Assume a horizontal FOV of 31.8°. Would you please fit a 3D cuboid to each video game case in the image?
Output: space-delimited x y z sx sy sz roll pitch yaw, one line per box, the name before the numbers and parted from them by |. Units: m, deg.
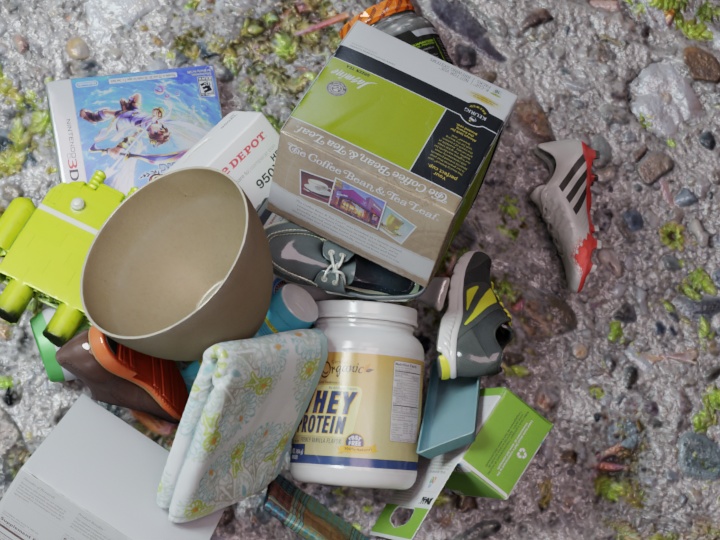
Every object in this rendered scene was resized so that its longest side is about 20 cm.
video game case | -0.254 -0.139 1.475 0.199 0.045 0.183 -9 81 -15

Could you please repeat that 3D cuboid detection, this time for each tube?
tube | -0.126 0.092 1.401 0.078 0.200 0.050 49 31 5

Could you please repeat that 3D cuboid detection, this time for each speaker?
speaker | -0.261 0.056 1.411 0.199 0.088 0.089 -19 83 -16

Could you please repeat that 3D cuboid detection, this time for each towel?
towel | -0.120 0.157 1.306 0.048 0.171 0.201 30 110 26
towel | -0.019 0.295 1.386 0.199 0.147 0.022 36 90 -3

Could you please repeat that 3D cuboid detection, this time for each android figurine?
android figurine | -0.309 -0.019 1.373 0.181 0.041 0.201 26 65 6

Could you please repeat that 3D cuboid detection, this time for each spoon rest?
spoon rest | 0.000 0.000 1.438 0.199 0.061 0.100 18 87 -19

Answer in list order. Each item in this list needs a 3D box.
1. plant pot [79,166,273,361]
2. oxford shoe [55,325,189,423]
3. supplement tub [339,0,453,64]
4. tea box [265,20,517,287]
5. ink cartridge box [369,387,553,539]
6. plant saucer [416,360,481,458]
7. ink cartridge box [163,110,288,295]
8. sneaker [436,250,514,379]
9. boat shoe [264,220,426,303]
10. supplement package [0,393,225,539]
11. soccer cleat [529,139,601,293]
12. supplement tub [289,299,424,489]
plant pot | -0.168 0.014 1.297 0.199 0.135 0.201 -16 52 21
oxford shoe | -0.252 0.117 1.373 0.072 0.200 0.072 -22 50 15
supplement tub | 0.060 -0.219 1.524 0.122 0.123 0.201 -24 84 -17
tea box | 0.033 -0.126 1.352 0.199 0.134 0.197 27 53 7
ink cartridge box | 0.110 0.235 1.424 0.076 0.148 0.201 37 73 -11
plant saucer | 0.106 0.146 1.427 0.070 0.200 0.019 -24 111 18
ink cartridge box | -0.119 -0.060 1.431 0.145 0.084 0.200 -46 115 -17
sneaker | 0.140 0.057 1.475 0.084 0.075 0.201 8 45 10
boat shoe | -0.018 -0.008 1.366 0.199 0.062 0.073 16 89 -19
supplement package | -0.260 0.255 1.316 0.199 0.156 0.111 35 115 -4
soccer cleat | 0.252 -0.069 1.570 0.085 0.069 0.201 5 74 -3
supplement tub | -0.002 0.140 1.415 0.143 0.144 0.202 6 81 -12
